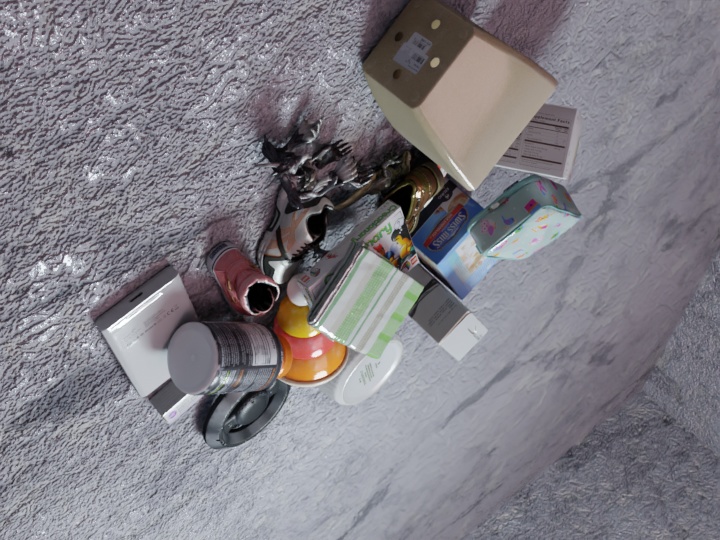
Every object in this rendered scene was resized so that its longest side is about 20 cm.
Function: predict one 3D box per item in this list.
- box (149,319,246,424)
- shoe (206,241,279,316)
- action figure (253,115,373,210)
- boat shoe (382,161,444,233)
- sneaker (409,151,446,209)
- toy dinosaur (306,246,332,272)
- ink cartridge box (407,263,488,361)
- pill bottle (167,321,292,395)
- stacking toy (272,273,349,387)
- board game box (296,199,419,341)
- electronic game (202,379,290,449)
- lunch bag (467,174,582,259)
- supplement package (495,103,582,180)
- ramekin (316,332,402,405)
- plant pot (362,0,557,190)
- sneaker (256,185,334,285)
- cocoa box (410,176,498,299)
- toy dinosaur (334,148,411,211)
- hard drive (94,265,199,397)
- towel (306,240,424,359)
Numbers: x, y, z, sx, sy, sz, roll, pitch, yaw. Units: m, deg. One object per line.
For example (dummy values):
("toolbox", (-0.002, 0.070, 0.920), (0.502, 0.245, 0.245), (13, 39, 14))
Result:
("box", (-0.245, 0.161, 1.582), (0.200, 0.041, 0.039), (-42, 152, -14))
("shoe", (-0.162, 0.038, 1.487), (0.071, 0.091, 0.201), (-42, 152, -9))
("action figure", (-0.062, -0.152, 1.369), (0.102, 0.120, 0.199), (-40, 168, 27))
("boat shoe", (0.062, -0.105, 1.623), (0.068, 0.072, 0.201), (-31, 164, -35))
("sneaker", (0.140, -0.187, 1.654), (0.107, 0.067, 0.204), (-13, 131, -46))
("toy dinosaur", (0.001, 0.017, 1.620), (0.200, 0.179, 0.107), (-122, -134, -75))
("ink cartridge box", (0.125, 0.060, 1.814), (0.084, 0.200, 0.144), (-48, 152, 1))
("pill bottle", (-0.188, 0.131, 1.493), (0.199, 0.106, 0.107), (7, 122, -56))
("stacking toy", (-0.090, 0.076, 1.595), (0.145, 0.146, 0.202), (-32, 144, -28))
("board game box", (0.000, 0.000, 1.540), (0.200, 0.034, 0.127), (-42, 137, -18))
("electronic game", (-0.197, 0.236, 1.746), (0.199, 0.042, 0.201), (-37, 151, -25))
("lunch bag", (0.272, -0.083, 1.664), (0.160, 0.078, 0.199), (-36, 159, 25))
("supplement package", (0.281, -0.219, 1.641), (0.200, 0.153, 0.113), (-17, 118, -74))
("ramekin", (-0.006, 0.164, 1.874), (0.201, 0.094, 0.204), (-36, 150, -24))
("plant pot", (0.122, -0.273, 1.407), (0.201, 0.200, 0.177), (-50, 142, 6))
("sneaker", (-0.098, -0.048, 1.485), (0.073, 0.080, 0.202), (-24, 146, -41))
("cocoa box", (0.162, -0.060, 1.786), (0.134, 0.131, 0.200), (-47, 153, -2))
("toy dinosaur", (0.018, -0.148, 1.564), (0.199, 0.048, 0.089), (-30, 154, -25))
("hard drive", (-0.297, 0.093, 1.433), (0.131, 0.026, 0.201), (-38, 151, -18))
("towel", (0.009, 0.049, 1.536), (0.150, 0.031, 0.199), (-56, 143, 1))
